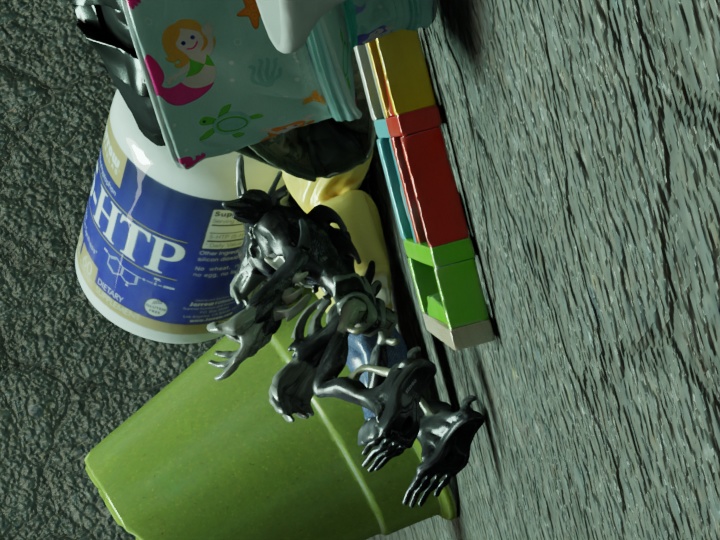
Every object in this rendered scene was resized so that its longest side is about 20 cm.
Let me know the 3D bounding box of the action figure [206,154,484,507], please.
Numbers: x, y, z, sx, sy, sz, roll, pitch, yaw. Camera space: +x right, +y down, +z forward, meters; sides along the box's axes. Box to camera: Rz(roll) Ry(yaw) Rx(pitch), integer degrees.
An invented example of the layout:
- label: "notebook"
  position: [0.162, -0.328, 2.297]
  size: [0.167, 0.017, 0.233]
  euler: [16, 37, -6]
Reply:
- label: "action figure"
  position: [-0.027, 0.031, 1.243]
  size: [0.200, 0.102, 0.119]
  euler: [51, -169, 35]

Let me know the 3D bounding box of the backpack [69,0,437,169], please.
- label: "backpack"
  position: [-0.052, -0.142, 0.941]
  size: [0.200, 0.150, 0.178]
  euler: [-96, -8, -60]

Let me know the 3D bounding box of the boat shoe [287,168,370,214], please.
- label: "boat shoe"
  position: [-0.041, -0.077, 1.593]
  size: [0.200, 0.074, 0.093]
  euler: [-111, 15, -56]

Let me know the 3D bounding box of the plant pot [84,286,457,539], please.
- label: "plant pot"
  position: [-0.069, 0.124, 1.535]
  size: [0.200, 0.189, 0.200]
  euler: [56, 171, 14]

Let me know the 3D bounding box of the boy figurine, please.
- label: "boy figurine"
  position: [0.000, 0.000, 1.377]
  size: [0.124, 0.064, 0.201]
  euler: [112, 145, -81]

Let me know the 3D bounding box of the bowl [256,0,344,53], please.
- label: "bowl"
  position: [-0.001, -0.159, 0.563]
  size: [0.201, 0.090, 0.202]
  euler: [165, 90, -87]

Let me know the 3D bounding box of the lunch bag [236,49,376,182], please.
- label: "lunch bag"
  position: [-0.057, -0.156, 1.271]
  size: [0.200, 0.117, 0.165]
  euler: [68, -178, -60]

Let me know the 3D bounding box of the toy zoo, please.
- label: "toy zoo"
  position: [0.022, -0.066, 1.117]
  size: [0.131, 0.020, 0.201]
  euler: [-145, 41, -84]

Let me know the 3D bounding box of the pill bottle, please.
- label: "pill bottle"
  position: [-0.099, -0.064, 1.446]
  size: [0.120, 0.119, 0.201]
  euler: [-108, 27, -42]
